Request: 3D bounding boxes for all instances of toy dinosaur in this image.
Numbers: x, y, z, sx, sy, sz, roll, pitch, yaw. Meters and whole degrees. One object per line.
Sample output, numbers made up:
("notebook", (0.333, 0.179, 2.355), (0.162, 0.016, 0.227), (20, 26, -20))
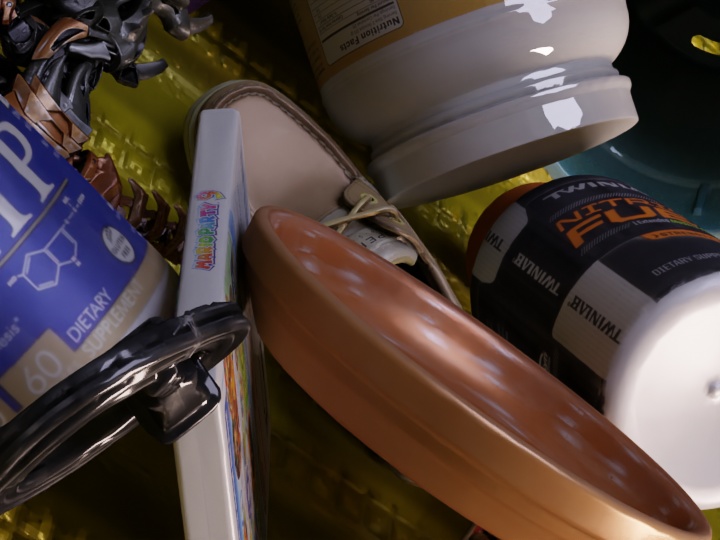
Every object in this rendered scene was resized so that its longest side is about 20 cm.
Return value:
("toy dinosaur", (-0.131, -0.070, 0.839), (0.200, 0.102, 0.136), (55, 50, -31))

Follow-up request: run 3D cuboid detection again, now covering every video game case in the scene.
("video game case", (-0.047, 0.048, 0.760), (0.200, 0.018, 0.144), (-93, 179, -62))

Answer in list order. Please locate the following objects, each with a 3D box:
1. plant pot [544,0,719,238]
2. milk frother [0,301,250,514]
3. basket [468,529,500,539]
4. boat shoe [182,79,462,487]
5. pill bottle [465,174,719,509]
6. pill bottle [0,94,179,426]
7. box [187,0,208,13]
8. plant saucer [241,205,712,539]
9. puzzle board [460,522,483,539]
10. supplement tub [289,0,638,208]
("plant pot", (0.196, -0.145, 1.169), (0.201, 0.200, 0.196), (50, 30, -8))
("milk frother", (-0.162, 0.006, 0.597), (0.199, 0.180, 0.189), (-35, 103, -21))
("basket", (0.107, 0.190, 0.825), (0.200, 0.143, 0.149), (53, 51, -4))
("boat shoe", (0.000, 0.000, 0.912), (0.074, 0.066, 0.200), (-38, 94, -20))
("pill bottle", (0.114, 0.020, 0.953), (0.106, 0.107, 0.200), (35, 4, -26))
("pill bottle", (-0.167, -0.022, 0.714), (0.200, 0.119, 0.120), (45, 38, -14))
("box", (-0.073, -0.213, 1.029), (0.137, 0.039, 0.200), (53, 37, -6))
("plant saucer", (0.036, 0.049, 0.772), (0.200, 0.038, 0.200), (34, 8, -5))
("puzzle board", (0.098, 0.170, 0.956), (0.151, 0.017, 0.200), (51, 37, -7))
("supplement tub", (0.036, -0.141, 0.961), (0.144, 0.144, 0.201), (-13, 83, -51))
